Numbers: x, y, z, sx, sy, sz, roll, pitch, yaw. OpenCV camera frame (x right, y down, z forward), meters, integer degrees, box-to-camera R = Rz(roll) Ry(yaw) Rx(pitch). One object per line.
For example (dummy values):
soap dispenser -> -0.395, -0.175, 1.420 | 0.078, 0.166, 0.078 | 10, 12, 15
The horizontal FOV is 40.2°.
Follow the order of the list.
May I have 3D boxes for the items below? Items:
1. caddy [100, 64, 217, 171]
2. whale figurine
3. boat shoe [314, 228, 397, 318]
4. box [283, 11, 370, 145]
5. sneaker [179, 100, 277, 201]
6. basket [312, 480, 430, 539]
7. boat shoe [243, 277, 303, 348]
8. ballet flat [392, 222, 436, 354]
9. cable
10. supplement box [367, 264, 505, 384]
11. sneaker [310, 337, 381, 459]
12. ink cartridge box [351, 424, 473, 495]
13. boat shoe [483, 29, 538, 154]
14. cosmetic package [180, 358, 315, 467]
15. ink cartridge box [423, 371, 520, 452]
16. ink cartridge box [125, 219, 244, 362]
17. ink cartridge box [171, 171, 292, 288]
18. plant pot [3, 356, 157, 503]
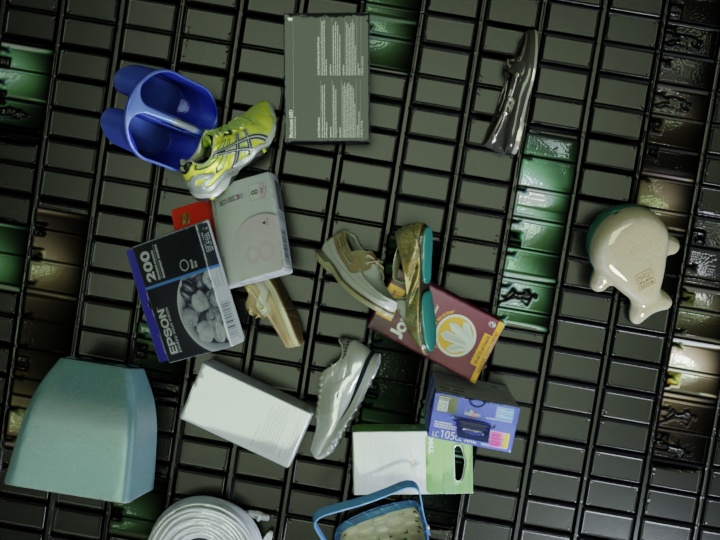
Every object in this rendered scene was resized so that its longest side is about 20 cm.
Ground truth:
caddy -> -0.307, -0.237, 1.537 | 0.104, 0.199, 0.144 | 20, 92, 33
whale figurine -> 0.436, -0.015, 1.589 | 0.157, 0.104, 0.202 | -28, 116, 2
boat shoe -> 0.000, 0.000, 1.552 | 0.069, 0.074, 0.200 | -53, 48, 6
box -> -0.053, -0.306, 1.583 | 0.138, 0.079, 0.204 | 0, 93, -2
sneaker -> -0.206, -0.202, 1.565 | 0.075, 0.077, 0.201 | 20, 64, 40
basket -> 0.028, 0.431, 1.573 | 0.173, 0.140, 0.202 | -16, 127, 2
boat shoe -> -0.159, 0.043, 1.610 | 0.066, 0.074, 0.202 | -28, 81, 7
ballet flat -> 0.081, 0.028, 1.523 | 0.069, 0.071, 0.204 | -2, 92, 2
cable -> -0.260, 0.477, 1.631 | 0.197, 0.069, 0.203 | 19, 93, 0
supplement box -> 0.121, 0.084, 1.594 | 0.198, 0.086, 0.112 | 27, 94, 0
sneaker -> -0.040, 0.211, 1.618 | 0.080, 0.076, 0.202 | 26, 86, 8
ink cartridge box -> 0.084, 0.310, 1.619 | 0.196, 0.059, 0.106 | -1, 93, 1
boat shoe -> 0.243, -0.289, 1.583 | 0.056, 0.067, 0.204 | 9, 96, -4
cosmetic package -> -0.184, 0.233, 1.617 | 0.198, 0.074, 0.103 | 26, 93, 2
ink cartridge box -> 0.171, 0.222, 1.542 | 0.134, 0.200, 0.078 | 11, 93, 1
ink cartridge box -> -0.295, 0.042, 1.580 | 0.198, 0.043, 0.201 | -16, 92, 34
ink cartridge box -> -0.214, -0.053, 1.575 | 0.197, 0.057, 0.165 | -13, 76, 11
plant pot -> -0.426, 0.244, 1.570 | 0.192, 0.196, 0.204 | 9, 85, 1
